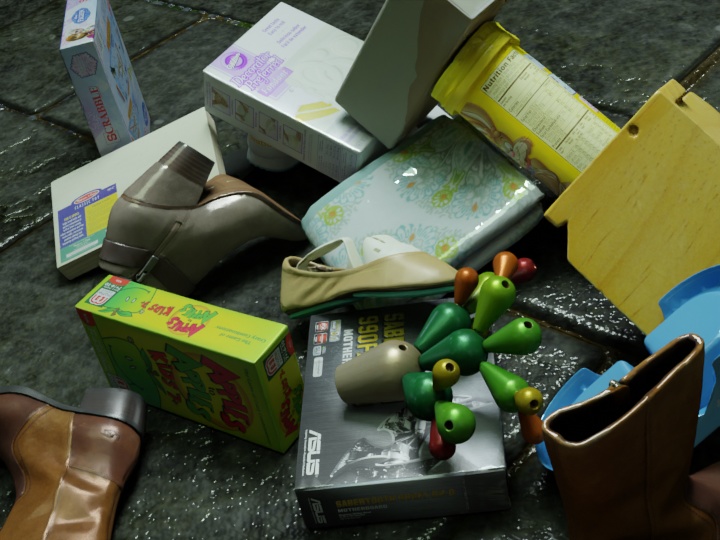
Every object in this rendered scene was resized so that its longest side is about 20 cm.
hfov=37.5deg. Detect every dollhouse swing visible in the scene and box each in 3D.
[{"bbox_3d":[0.279,-0.035,0.875,0.182,0.200,0.176,-47,-7,10],"label":"dollhouse swing"}]

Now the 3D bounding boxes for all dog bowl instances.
[{"bbox_3d":[0.214,0.082,0.752,0.200,0.050,0.112,-43,16,11],"label":"dog bowl"}]

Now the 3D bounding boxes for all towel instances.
[{"bbox_3d":[0.056,-0.052,1.001,0.199,0.048,0.171,-37,43,0],"label":"towel"}]

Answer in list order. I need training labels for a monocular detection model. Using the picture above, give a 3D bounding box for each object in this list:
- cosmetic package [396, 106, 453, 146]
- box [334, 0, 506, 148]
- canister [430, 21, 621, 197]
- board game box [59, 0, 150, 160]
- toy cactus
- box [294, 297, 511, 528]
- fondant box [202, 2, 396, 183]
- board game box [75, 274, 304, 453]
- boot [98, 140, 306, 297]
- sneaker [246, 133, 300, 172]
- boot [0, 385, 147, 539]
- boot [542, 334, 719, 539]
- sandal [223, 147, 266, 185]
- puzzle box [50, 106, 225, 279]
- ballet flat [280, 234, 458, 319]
[{"bbox_3d":[0.061,-0.143,1.165,0.082,0.051,0.200,-22,38,-14],"label":"cosmetic package"},{"bbox_3d":[0.058,-0.214,0.988,0.078,0.200,0.095,42,58,4],"label":"box"},{"bbox_3d":[0.173,-0.133,0.982,0.200,0.087,0.148,40,17,4],"label":"canister"},{"bbox_3d":[-0.294,-0.214,1.242,0.041,0.201,0.201,-14,36,-1],"label":"board game box"},{"bbox_3d":[0.063,0.070,0.793,0.164,0.103,0.201,-17,35,25],"label":"toy cactus"},{"bbox_3d":[0.033,0.107,0.849,0.157,0.049,0.201,-7,37,8],"label":"box"},{"bbox_3d":[-0.045,-0.188,1.121,0.199,0.058,0.144,28,55,18],"label":"fondant box"},{"bbox_3d":[-0.141,0.076,0.897,0.199,0.102,0.048,14,43,32],"label":"board game box"},{"bbox_3d":[-0.155,-0.027,1.043,0.147,0.199,0.070,-60,33,-2],"label":"boot"},{"bbox_3d":[-0.063,-0.194,1.229,0.076,0.081,0.200,20,41,13],"label":"sneaker"},{"bbox_3d":[-0.272,0.191,0.842,0.186,0.069,0.201,1,45,6],"label":"boot"},{"bbox_3d":[0.192,0.115,0.649,0.187,0.201,0.069,-24,37,-14],"label":"boot"},{"bbox_3d":[-0.167,-0.092,1.172,0.075,0.045,0.200,11,43,26],"label":"sandal"},{"bbox_3d":[-0.239,-0.085,1.140,0.199,0.025,0.134,-24,50,8],"label":"puzzle box"},{"bbox_3d":[0.000,0.000,0.909,0.199,0.064,0.068,-11,-6,40],"label":"ballet flat"}]
